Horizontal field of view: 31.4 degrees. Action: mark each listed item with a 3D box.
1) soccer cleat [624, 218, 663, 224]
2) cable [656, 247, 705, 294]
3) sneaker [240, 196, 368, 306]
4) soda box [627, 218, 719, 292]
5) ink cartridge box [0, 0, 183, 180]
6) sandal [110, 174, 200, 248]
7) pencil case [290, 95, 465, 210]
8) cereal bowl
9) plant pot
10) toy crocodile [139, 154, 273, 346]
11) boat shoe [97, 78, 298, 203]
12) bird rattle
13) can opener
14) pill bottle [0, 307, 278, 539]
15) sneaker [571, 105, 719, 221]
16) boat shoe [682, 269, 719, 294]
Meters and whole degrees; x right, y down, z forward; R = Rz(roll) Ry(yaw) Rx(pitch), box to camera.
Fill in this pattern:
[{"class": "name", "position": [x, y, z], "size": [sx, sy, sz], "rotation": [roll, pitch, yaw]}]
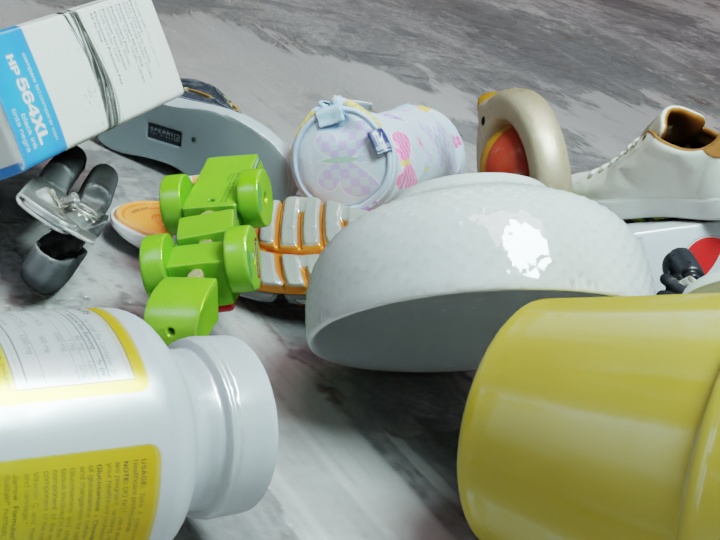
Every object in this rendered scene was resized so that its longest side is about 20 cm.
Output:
[{"class": "soccer cleat", "position": [0.270, -0.004, 1.039], "size": [0.199, 0.065, 0.084], "rotation": [9, 22, -16]}, {"class": "cable", "position": [0.264, 0.058, 0.754], "size": [0.200, 0.051, 0.163], "rotation": [34, 12, -4]}, {"class": "sneaker", "position": [0.000, 0.000, 0.850], "size": [0.199, 0.077, 0.079], "rotation": [-2, 51, 3]}, {"class": "soda box", "position": [0.278, -0.012, 0.971], "size": [0.199, 0.064, 0.068], "rotation": [-8, 7, -9]}, {"class": "ink cartridge box", "position": [-0.230, -0.112, 0.844], "size": [0.145, 0.085, 0.200], "rotation": [-14, 13, 27]}, {"class": "sandal", "position": [-0.072, -0.040, 0.906], "size": [0.206, 0.060, 0.079], "rotation": [7, 23, -19]}, {"class": "pencil case", "position": [0.018, -0.090, 1.013], "size": [0.091, 0.083, 0.200], "rotation": [63, 22, 6]}, {"class": "cereal bowl", "position": [0.066, -0.002, 0.729], "size": [0.199, 0.084, 0.200], "rotation": [-3, -15, -1]}, {"class": "plant pot", "position": [0.155, 0.092, 0.589], "size": [0.188, 0.202, 0.200], "rotation": [11, 16, 35]}, {"class": "toy crocodile", "position": [-0.091, -0.015, 0.786], "size": [0.067, 0.062, 0.200], "rotation": [-6, 31, 6]}, {"class": "boat shoe", "position": [-0.115, -0.112, 1.031], "size": [0.200, 0.071, 0.091], "rotation": [24, 27, 25]}, {"class": "bird rattle", "position": [0.117, -0.050, 0.942], "size": [0.112, 0.164, 0.200], "rotation": [-9, 17, -5]}, {"class": "can opener", "position": [-0.195, -0.036, 0.829], "size": [0.053, 0.067, 0.200], "rotation": [31, 6, -13]}, {"class": "pill bottle", "position": [-0.138, 0.073, 0.522], "size": [0.199, 0.113, 0.112], "rotation": [-2, 27, -37]}, {"class": "sneaker", "position": [0.229, -0.085, 0.987], "size": [0.073, 0.085, 0.200], "rotation": [-19, 12, -35]}, {"class": "boat shoe", "position": [0.263, 0.018, 0.645], "size": [0.199, 0.071, 0.064], "rotation": [0, 31, 23]}]
